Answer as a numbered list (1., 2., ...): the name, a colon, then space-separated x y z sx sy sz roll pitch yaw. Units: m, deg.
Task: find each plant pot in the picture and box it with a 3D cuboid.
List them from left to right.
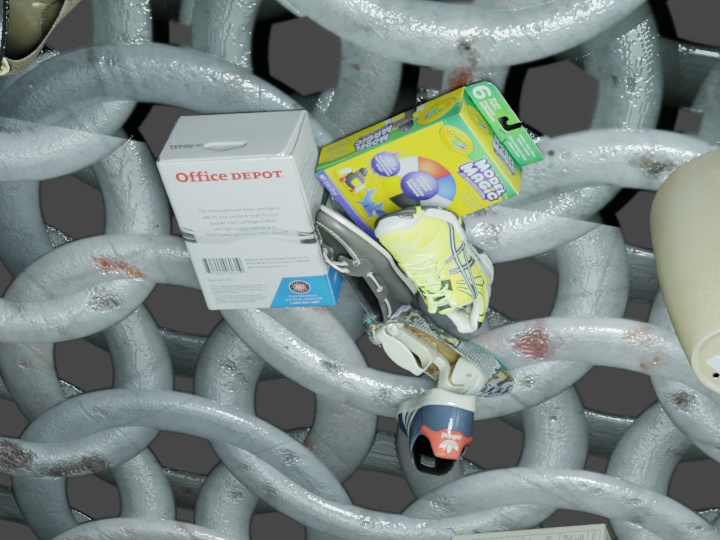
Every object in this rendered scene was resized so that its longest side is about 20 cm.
1. plant pot: 0.363 0.019 1.455 0.187 0.200 0.188 7 133 8

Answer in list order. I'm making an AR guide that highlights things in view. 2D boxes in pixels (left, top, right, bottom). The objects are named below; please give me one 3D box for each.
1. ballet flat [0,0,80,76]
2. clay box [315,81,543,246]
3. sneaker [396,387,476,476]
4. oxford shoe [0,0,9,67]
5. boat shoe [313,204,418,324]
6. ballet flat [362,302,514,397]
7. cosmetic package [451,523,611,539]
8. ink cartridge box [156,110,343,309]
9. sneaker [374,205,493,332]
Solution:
1. ballet flat: -0.318 -0.248 1.495 0.067 0.046 0.200 41 128 -21
2. clay box: 0.069 -0.103 1.524 0.200 0.048 0.115 -20 126 31
3. sneaker: 0.077 0.188 1.711 0.075 0.085 0.200 10 165 -4
4. oxford shoe: -0.372 -0.261 1.445 0.084 0.073 0.201 -2 106 -9
5. boat shoe: 0.000 0.000 1.563 0.067 0.057 0.200 33 174 34
6. ballet flat: 0.082 0.098 1.689 0.200 0.072 0.072 34 130 -17
7. cosmetic package: 0.208 0.376 1.882 0.199 0.105 0.071 -7 129 22
8. ink cartridge box: -0.107 -0.060 1.583 0.145 0.084 0.200 -1 130 16
9. sneaker: 0.082 -0.002 1.549 0.075 0.077 0.200 -17 149 28
